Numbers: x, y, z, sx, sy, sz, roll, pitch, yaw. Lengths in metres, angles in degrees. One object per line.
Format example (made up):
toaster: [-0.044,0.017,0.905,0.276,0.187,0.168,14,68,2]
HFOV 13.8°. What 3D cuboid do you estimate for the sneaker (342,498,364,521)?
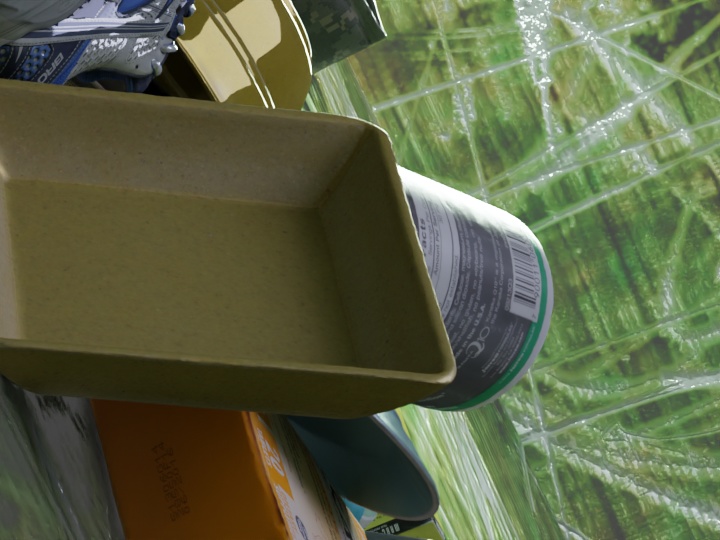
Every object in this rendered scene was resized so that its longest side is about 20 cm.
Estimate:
sneaker: [-0.048,0.072,1.553,0.078,0.080,0.200,60,8,-49]

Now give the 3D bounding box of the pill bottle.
pill bottle: [0.000,0.000,1.501,0.200,0.113,0.113,21,42,-51]

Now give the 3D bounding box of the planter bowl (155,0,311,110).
planter bowl: [-0.084,-0.120,1.572,0.200,0.083,0.201,47,-18,21]

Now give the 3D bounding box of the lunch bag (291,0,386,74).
lunch bag: [-0.091,-0.184,1.738,0.118,0.164,0.200,55,13,-39]

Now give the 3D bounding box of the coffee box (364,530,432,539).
coffee box: [0.075,0.207,1.533,0.080,0.200,0.113,-55,134,-34]

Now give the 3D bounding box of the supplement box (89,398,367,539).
supplement box: [-0.044,0.136,1.365,0.200,0.073,0.126,59,9,-54]

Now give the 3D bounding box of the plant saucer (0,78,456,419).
plant saucer: [-0.074,-0.002,1.268,0.200,0.199,0.049,-105,-156,-54]

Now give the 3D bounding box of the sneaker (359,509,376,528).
sneaker: [0.001,0.038,1.636,0.074,0.118,0.201,-22,94,-74]

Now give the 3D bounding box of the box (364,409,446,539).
box: [-0.012,0.092,1.831,0.050,0.075,0.200,61,7,-59]

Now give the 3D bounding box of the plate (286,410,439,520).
plate: [-0.042,0.048,1.388,0.200,0.026,0.200,32,-16,10]

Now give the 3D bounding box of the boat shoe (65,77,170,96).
boat shoe: [-0.140,-0.115,1.463,0.200,0.073,0.075,60,9,-51]

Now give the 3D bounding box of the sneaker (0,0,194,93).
sneaker: [-0.113,-0.130,1.392,0.077,0.200,0.085,13,-52,47]
